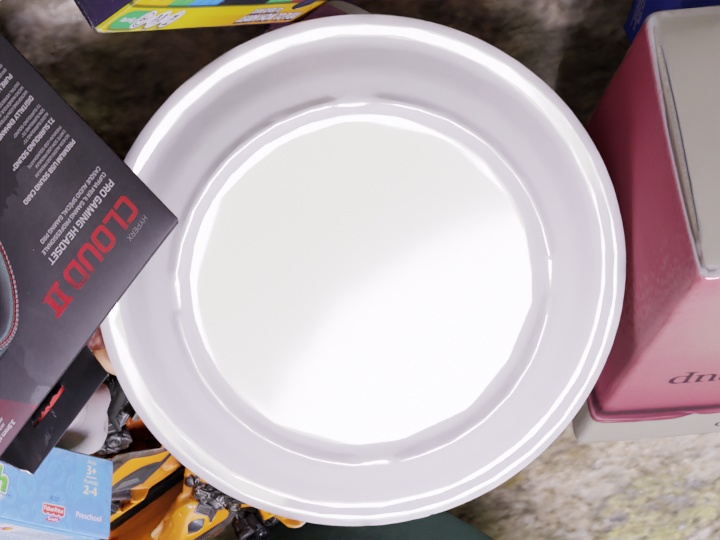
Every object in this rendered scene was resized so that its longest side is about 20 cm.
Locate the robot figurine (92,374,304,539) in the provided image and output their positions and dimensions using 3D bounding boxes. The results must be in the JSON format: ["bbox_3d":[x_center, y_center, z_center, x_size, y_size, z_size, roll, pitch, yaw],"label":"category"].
[{"bbox_3d":[-0.090,0.104,1.197,0.200,0.058,0.145,-35,138,19],"label":"robot figurine"}]

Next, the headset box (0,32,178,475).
[{"bbox_3d":[-0.168,-0.015,0.918,0.200,0.149,0.075,48,146,-18],"label":"headset box"}]

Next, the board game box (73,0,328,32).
[{"bbox_3d":[0.000,-0.145,0.882,0.165,0.057,0.200,-33,176,18],"label":"board game box"}]

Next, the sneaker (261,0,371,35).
[{"bbox_3d":[0.019,-0.029,1.084,0.080,0.089,0.200,-29,115,12],"label":"sneaker"}]

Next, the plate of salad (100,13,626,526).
[{"bbox_3d":[0.000,0.000,1.021,0.199,0.048,0.201,-1,106,-4],"label":"plate of salad"}]

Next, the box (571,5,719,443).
[{"bbox_3d":[0.156,-0.016,1.065,0.128,0.109,0.200,-5,160,-11],"label":"box"}]

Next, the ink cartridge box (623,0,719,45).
[{"bbox_3d":[0.213,-0.120,1.073,0.199,0.044,0.094,-2,135,-16],"label":"ink cartridge box"}]

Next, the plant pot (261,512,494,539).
[{"bbox_3d":[0.007,0.184,1.255,0.200,0.135,0.200,-12,140,-10],"label":"plant pot"}]

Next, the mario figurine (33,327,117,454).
[{"bbox_3d":[-0.142,0.005,1.052,0.200,0.106,0.124,-2,138,-38],"label":"mario figurine"}]

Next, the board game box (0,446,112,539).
[{"bbox_3d":[-0.221,0.084,1.057,0.200,0.037,0.151,-9,162,37],"label":"board game box"}]
